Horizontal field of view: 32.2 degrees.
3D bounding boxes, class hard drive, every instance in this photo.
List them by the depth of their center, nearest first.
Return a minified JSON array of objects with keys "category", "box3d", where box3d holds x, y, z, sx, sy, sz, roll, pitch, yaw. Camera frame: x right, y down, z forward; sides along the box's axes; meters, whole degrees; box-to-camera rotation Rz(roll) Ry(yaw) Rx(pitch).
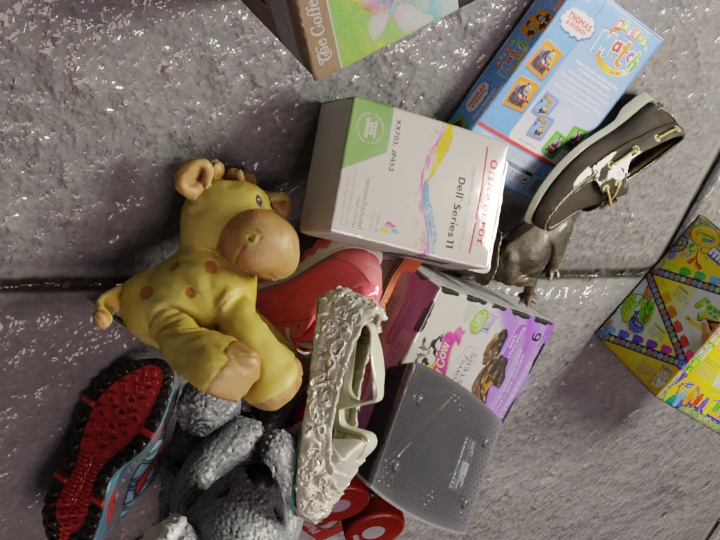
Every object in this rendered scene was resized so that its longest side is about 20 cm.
[{"category":"hard drive","box3d":[0.066,0.174,1.215,0.200,0.042,0.136,37,69,-52]}]

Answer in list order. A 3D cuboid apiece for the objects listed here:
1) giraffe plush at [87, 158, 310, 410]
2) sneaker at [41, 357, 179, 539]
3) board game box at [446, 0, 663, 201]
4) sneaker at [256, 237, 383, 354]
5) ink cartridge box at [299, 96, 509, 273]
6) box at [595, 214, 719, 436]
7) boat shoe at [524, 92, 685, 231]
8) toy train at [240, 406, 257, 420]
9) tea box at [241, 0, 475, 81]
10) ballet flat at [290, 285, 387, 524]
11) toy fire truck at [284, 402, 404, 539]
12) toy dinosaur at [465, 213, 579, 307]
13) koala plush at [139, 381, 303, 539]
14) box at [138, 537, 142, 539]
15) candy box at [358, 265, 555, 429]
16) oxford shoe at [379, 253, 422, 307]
[{"category":"giraffe plush","box3d":[-0.111,0.001,1.035,0.163,0.199,0.173,-63,171,3]},{"category":"sneaker","box3d":[-0.223,0.164,1.160,0.201,0.079,0.095,-59,164,12]},{"category":"board game box","box3d":[0.179,-0.170,1.178,0.151,0.037,0.201,20,113,-46]},{"category":"sneaker","box3d":[-0.062,0.042,1.119,0.199,0.087,0.074,-34,133,21]},{"category":"ink cartridge box","box3d":[0.056,-0.068,1.082,0.198,0.067,0.118,12,85,-28]},{"category":"box","box3d":[0.428,0.072,1.513,0.193,0.122,0.199,-49,138,11]},{"category":"boat shoe","box3d":[0.242,-0.099,1.227,0.201,0.060,0.072,-41,161,-24]},{"category":"toy train","box3d":[-0.143,0.229,1.237,0.042,0.056,0.202,-43,143,-78]},{"category":"tea box","box3d":[0.002,-0.279,0.873,0.196,0.134,0.201,-29,138,-12]},{"category":"ballet flat","box3d":[-0.015,0.115,1.034,0.071,0.071,0.202,5,91,-40]},{"category":"toy fire truck","box3d":[-0.059,0.233,1.313,0.167,0.113,0.200,-27,140,14]},{"category":"toy dinosaur","box3d":[0.179,-0.026,1.267,0.199,0.077,0.102,-26,155,-3]},{"category":"koala plush","box3d":[-0.108,0.222,1.105,0.176,0.200,0.185,24,104,-12]},{"category":"box","box3d":[-0.171,0.338,1.352,0.082,0.049,0.200,-37,139,-4]},{"category":"candy box","box3d":[0.087,0.095,1.297,0.199,0.071,0.169,17,104,-45]},{"category":"oxford shoe","box3d":[0.000,0.000,1.187,0.072,0.071,0.201,30,112,-16]}]
